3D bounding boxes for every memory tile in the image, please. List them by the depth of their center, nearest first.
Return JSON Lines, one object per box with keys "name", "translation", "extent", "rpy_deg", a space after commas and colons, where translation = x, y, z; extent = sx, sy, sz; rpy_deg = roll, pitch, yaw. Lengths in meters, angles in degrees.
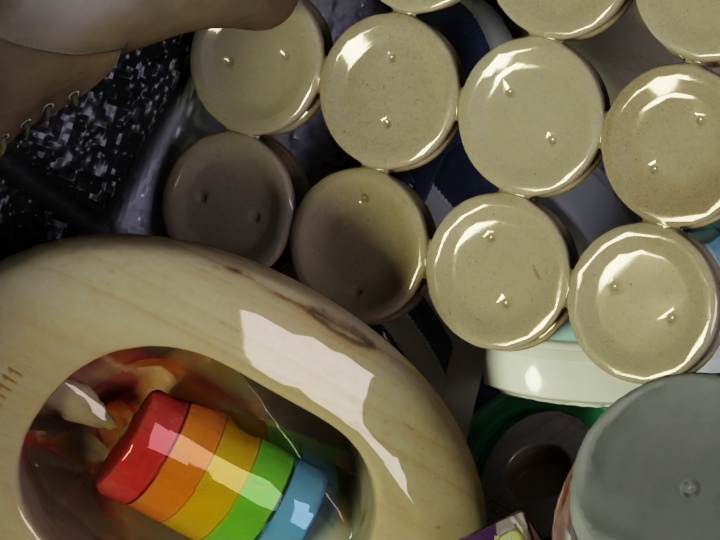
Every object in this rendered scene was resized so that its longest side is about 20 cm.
{"name": "memory tile", "translation": [0.033, -0.053, 0.908], "extent": [0.017, 0.200, 0.154], "rpy_deg": [-4, 105, -64]}

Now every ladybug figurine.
{"name": "ladybug figurine", "translation": [-0.048, 0.058, 0.915], "extent": [0.200, 0.072, 0.136], "rpy_deg": [33, 104, -18]}

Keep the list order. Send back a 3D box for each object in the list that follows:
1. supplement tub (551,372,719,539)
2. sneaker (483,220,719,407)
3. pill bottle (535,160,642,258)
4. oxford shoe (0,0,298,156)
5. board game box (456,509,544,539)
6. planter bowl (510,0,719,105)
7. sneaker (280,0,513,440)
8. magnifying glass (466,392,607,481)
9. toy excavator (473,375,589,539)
{"name": "supplement tub", "translation": [0.121, 0.097, 0.895], "extent": [0.107, 0.107, 0.200], "rpy_deg": [-60, 155, -11]}
{"name": "sneaker", "translation": [0.126, -0.004, 0.964], "extent": [0.200, 0.074, 0.082], "rpy_deg": [-10, 96, -29]}
{"name": "pill bottle", "translation": [0.130, -0.036, 1.068], "extent": [0.200, 0.112, 0.112], "rpy_deg": [-28, 122, -35]}
{"name": "oxford shoe", "translation": [-0.102, -0.078, 0.862], "extent": [0.200, 0.073, 0.085], "rpy_deg": [-5, 116, -36]}
{"name": "board game box", "translation": [0.086, 0.168, 0.942], "extent": [0.032, 0.120, 0.200], "rpy_deg": [-27, 148, 5]}
{"name": "planter bowl", "translation": [0.118, -0.131, 0.976], "extent": [0.200, 0.200, 0.135], "rpy_deg": [-16, 127, -41]}
{"name": "sneaker", "translation": [0.000, 0.000, 0.983], "extent": [0.084, 0.075, 0.201], "rpy_deg": [8, 92, -33]}
{"name": "magnifying glass", "translation": [0.030, 0.118, 1.012], "extent": [0.022, 0.080, 0.200], "rpy_deg": [6, 131, -51]}
{"name": "toy excavator", "translation": [0.071, 0.153, 1.096], "extent": [0.195, 0.100, 0.200], "rpy_deg": [-49, 141, -20]}
